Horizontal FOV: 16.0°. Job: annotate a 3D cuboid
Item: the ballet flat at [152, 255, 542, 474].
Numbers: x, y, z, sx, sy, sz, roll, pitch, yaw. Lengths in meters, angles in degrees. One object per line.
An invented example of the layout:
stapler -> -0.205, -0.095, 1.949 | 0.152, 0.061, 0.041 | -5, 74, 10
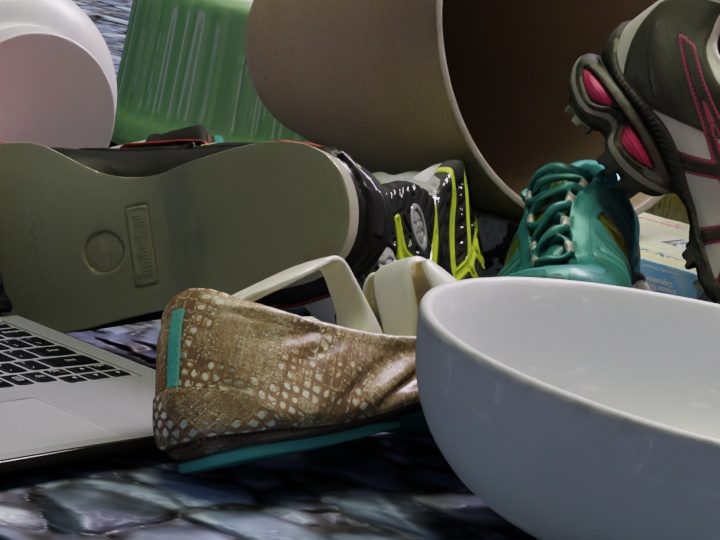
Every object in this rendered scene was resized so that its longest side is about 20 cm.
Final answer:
ballet flat -> 0.008, 0.027, 0.861 | 0.070, 0.065, 0.200 | -14, -8, 37

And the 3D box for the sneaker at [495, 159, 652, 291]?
sneaker -> 0.082, -0.005, 1.071 | 0.077, 0.080, 0.200 | -3, 7, 10

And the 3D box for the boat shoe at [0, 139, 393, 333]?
boat shoe -> -0.087, -0.012, 0.965 | 0.201, 0.074, 0.063 | -4, -5, 19

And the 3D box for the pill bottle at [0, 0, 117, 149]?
pill bottle -> -0.186, -0.091, 1.226 | 0.112, 0.113, 0.200 | 4, 11, -26

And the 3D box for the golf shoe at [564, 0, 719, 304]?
golf shoe -> 0.171, -0.027, 1.053 | 0.200, 0.088, 0.077 | 53, 24, 7

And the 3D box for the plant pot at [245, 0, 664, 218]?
plant pot -> 0.040, -0.115, 1.246 | 0.187, 0.188, 0.200 | 0, 1, -41

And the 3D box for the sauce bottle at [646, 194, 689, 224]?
sauce bottle -> 0.218, -0.038, 1.446 | 0.200, 0.065, 0.065 | 8, 10, -12

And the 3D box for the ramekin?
ramekin -> -0.050, -0.115, 1.520 | 0.200, 0.098, 0.200 | 9, 10, -2

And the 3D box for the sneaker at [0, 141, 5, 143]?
sneaker -> -0.171, -0.055, 1.040 | 0.115, 0.078, 0.200 | 10, -9, -18

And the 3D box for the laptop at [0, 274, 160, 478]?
laptop -> -0.152, -0.020, 0.836 | 0.200, 0.116, 0.187 | 19, 14, 33

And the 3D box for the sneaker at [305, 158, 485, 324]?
sneaker -> 0.000, 0.000, 1.066 | 0.076, 0.076, 0.200 | -10, 3, 14

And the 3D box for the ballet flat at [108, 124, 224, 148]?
ballet flat -> -0.088, -0.028, 1.131 | 0.068, 0.068, 0.200 | -1, 0, -1

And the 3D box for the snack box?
snack box -> 0.108, -0.009, 1.252 | 0.200, 0.037, 0.116 | 17, 14, 36

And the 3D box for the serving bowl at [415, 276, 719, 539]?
serving bowl -> 0.109, 0.060, 0.788 | 0.200, 0.066, 0.200 | 11, 12, -2
